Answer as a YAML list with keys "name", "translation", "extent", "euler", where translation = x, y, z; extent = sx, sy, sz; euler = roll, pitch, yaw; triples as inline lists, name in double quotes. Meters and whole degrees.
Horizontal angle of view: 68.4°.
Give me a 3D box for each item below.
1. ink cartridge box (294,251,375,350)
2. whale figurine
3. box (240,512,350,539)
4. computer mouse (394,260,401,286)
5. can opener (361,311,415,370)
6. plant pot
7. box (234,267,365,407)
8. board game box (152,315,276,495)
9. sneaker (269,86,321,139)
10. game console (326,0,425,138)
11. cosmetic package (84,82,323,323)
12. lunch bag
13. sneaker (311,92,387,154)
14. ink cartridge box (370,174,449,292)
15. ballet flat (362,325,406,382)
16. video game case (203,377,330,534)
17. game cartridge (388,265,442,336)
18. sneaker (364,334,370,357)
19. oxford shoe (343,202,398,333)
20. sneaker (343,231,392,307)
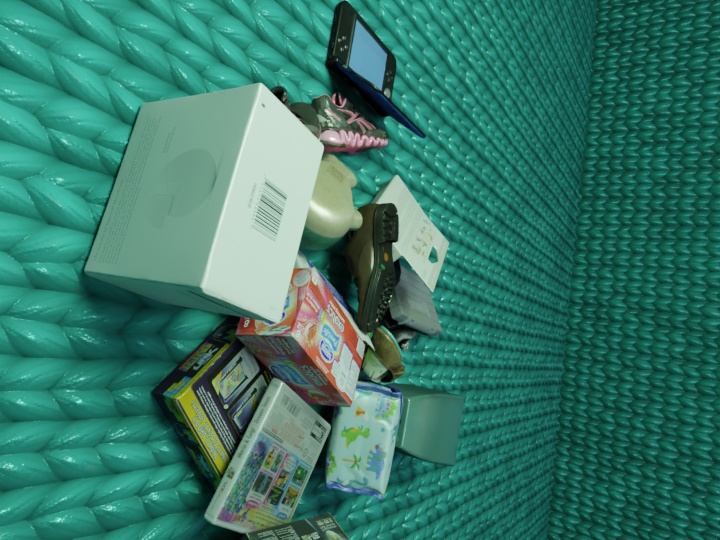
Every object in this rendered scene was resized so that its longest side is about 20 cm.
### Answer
- name: "ink cartridge box"
  translation: [-0.052, 0.051, 0.833]
  extent: [0.037, 0.096, 0.200]
  euler: [-38, 126, 8]
- name: "whale figurine"
  translation: [-0.068, -0.109, 0.822]
  extent: [0.157, 0.104, 0.202]
  euler: [37, 32, -9]
- name: "box"
  translation: [-0.115, 0.455, 0.756]
  extent: [0.167, 0.085, 0.198]
  euler: [-58, 145, 6]
- name: "computer mouse"
  translation: [0.071, -0.037, 1.037]
  extent: [0.059, 0.033, 0.203]
  euler: [52, 31, -24]
- name: "can opener"
  translation: [0.045, 0.149, 1.059]
  extent: [0.198, 0.078, 0.064]
  euler: [-32, 159, -47]
- name: "plant pot"
  translation: [0.102, 0.307, 1.084]
  extent: [0.198, 0.137, 0.147]
  euler: [26, 72, -51]
- name: "box"
  translation: [-0.075, 0.097, 0.729]
  extent: [0.202, 0.092, 0.103]
  euler: [60, 36, -46]
- name: "board game box"
  translation: [-0.168, 0.185, 0.727]
  extent: [0.166, 0.055, 0.206]
  euler: [-46, 131, -41]
- name: "sneaker"
  translation: [-0.098, -0.205, 0.718]
  extent: [0.118, 0.073, 0.204]
  euler: [99, 6, -47]
- name: "game console"
  translation: [0.042, -0.349, 0.933]
  extent: [0.198, 0.115, 0.178]
  euler: [21, 76, -56]
- name: "cosmetic package"
  translation: [-0.166, -0.068, 0.574]
  extent: [0.122, 0.194, 0.207]
  euler: [33, 67, -55]
- name: "lunch bag"
  translation: [0.005, 0.284, 0.933]
  extent: [0.200, 0.122, 0.177]
  euler: [113, -11, -80]
- name: "sneaker"
  translation: [-0.018, -0.252, 0.903]
  extent: [0.197, 0.077, 0.100]
  euler: [-13, 93, -57]
- name: "ink cartridge box"
  translation: [0.085, -0.066, 0.987]
  extent: [0.178, 0.044, 0.201]
  euler: [51, 31, -11]
- name: "ballet flat"
  translation: [0.038, 0.161, 0.934]
  extent: [0.072, 0.068, 0.201]
  euler: [-42, 159, -8]
- name: "video game case"
  translation: [-0.118, 0.274, 0.745]
  extent: [0.186, 0.023, 0.202]
  euler: [-64, 151, -22]
- name: "game cartridge"
  translation: [0.103, 0.060, 1.097]
  extent: [0.198, 0.037, 0.134]
  euler: [28, 46, -54]
- name: "sneaker"
  translation: [-0.031, 0.125, 0.915]
  extent: [0.200, 0.080, 0.077]
  euler: [-33, 128, -72]
- name: "oxford shoe"
  translation: [0.012, -0.005, 0.863]
  extent: [0.072, 0.082, 0.209]
  euler: [12, 83, -60]
- name: "sneaker"
  translation: [0.000, 0.000, 0.934]
  extent: [0.087, 0.076, 0.206]
  euler: [24, 46, -33]
